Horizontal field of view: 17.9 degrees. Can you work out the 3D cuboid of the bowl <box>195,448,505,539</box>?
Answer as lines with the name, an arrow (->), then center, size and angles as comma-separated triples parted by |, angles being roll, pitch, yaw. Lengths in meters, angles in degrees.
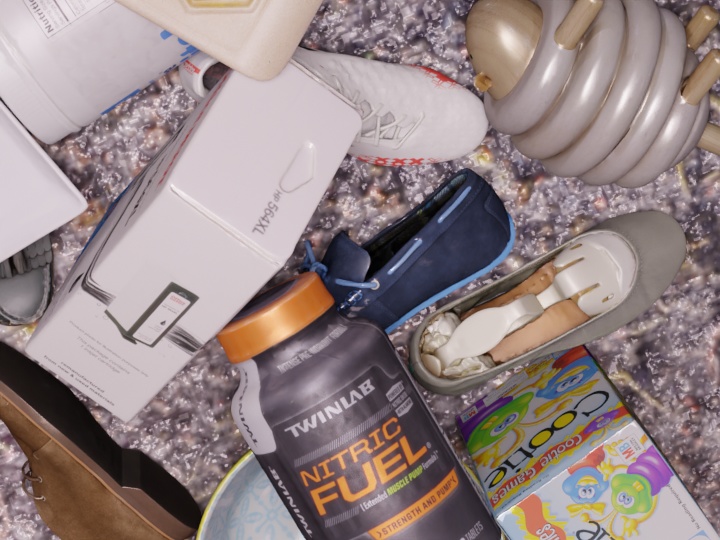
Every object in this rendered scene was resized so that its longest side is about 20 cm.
bowl -> -0.010, 0.181, 1.479 | 0.200, 0.108, 0.201 | -1, 99, -4

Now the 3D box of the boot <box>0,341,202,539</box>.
boot -> -0.199, 0.123, 1.477 | 0.075, 0.074, 0.200 | -41, 105, 15

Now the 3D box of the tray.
tray -> -0.258, -0.093, 1.363 | 0.107, 0.022, 0.200 | -28, 112, 31

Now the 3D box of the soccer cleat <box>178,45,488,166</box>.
soccer cleat -> -0.016, -0.104, 1.427 | 0.200, 0.085, 0.069 | 14, 101, -8

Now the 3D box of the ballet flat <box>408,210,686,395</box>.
ballet flat -> 0.121, 0.022, 1.473 | 0.200, 0.064, 0.067 | -29, 79, 3

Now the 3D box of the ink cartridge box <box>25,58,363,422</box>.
ink cartridge box -> -0.100, -0.023, 1.363 | 0.084, 0.146, 0.200 | 35, 136, -10

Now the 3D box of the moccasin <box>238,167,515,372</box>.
moccasin -> 0.000, 0.000, 1.463 | 0.200, 0.080, 0.068 | -34, 118, -10

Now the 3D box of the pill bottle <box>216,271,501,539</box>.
pill bottle -> -0.008, 0.101, 1.362 | 0.106, 0.106, 0.200 | -30, 98, 3

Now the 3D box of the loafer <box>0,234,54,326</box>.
loafer -> -0.237, -0.055, 1.427 | 0.072, 0.063, 0.200 | -19, 104, -16

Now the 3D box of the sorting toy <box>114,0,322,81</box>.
sorting toy -> -0.091, -0.231, 1.288 | 0.200, 0.036, 0.185 | 30, 95, -3

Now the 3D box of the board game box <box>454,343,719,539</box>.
board game box -> 0.139, 0.132, 1.436 | 0.103, 0.200, 0.105 | -36, 104, 4

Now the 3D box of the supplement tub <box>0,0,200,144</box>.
supplement tub -> -0.140, -0.181, 1.377 | 0.200, 0.132, 0.132 | -34, 103, 4

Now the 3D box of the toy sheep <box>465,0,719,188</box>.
toy sheep -> 0.153, -0.116, 1.418 | 0.200, 0.138, 0.138 | 26, 100, -15
